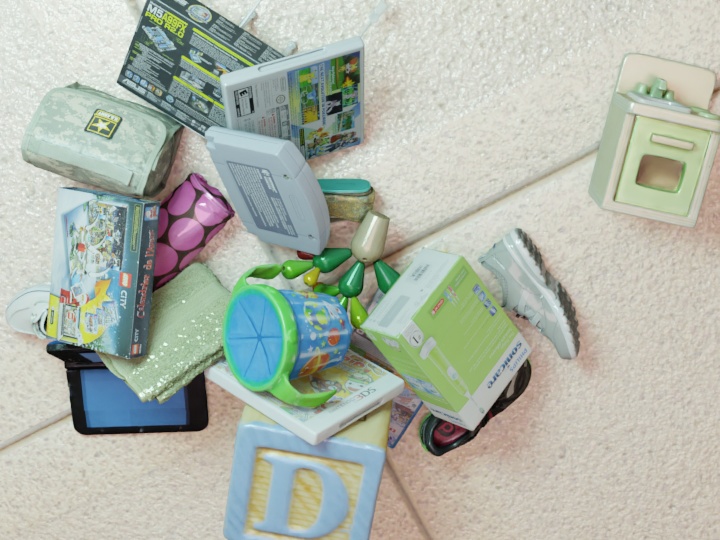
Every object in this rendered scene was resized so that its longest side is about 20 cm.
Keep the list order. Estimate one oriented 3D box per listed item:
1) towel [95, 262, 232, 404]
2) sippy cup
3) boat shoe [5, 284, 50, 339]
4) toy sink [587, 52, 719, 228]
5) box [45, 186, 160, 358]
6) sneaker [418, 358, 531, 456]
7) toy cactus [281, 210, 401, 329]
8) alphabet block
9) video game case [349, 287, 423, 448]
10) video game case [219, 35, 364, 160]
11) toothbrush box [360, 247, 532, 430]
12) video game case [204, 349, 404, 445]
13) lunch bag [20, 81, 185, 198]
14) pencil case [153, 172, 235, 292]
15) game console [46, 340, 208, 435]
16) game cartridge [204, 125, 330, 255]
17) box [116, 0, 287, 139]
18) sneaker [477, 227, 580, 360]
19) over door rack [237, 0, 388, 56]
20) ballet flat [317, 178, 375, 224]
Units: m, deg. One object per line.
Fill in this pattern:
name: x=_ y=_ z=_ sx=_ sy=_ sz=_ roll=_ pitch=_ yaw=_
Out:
towel: x=-0.244 y=0.080 z=1.623 sx=0.200 sy=0.148 sz=0.037 roll=-37 pitch=148 yaw=-25
sippy cup: x=-0.087 y=0.081 z=1.579 sx=0.130 sy=0.139 sz=0.178 roll=-4 pitch=95 yaw=-42
boat shoe: x=-0.419 y=0.060 z=1.671 sx=0.200 sy=0.067 sz=0.074 roll=-14 pitch=119 yaw=32
toy sink: x=0.392 y=-0.172 z=1.609 sx=0.130 sy=0.112 sz=0.200 roll=12 pitch=105 yaw=-3
box: x=-0.330 y=0.001 z=1.569 sx=0.136 sy=0.038 sz=0.201 roll=11 pitch=99 yaw=24
sneaker: x=0.166 y=0.193 z=1.724 sx=0.077 sy=0.084 sz=0.200 roll=42 pitch=102 yaw=-10
toy cactus: x=0.000 y=0.000 z=1.662 sx=0.200 sy=0.102 sz=0.165 roll=23 pitch=104 yaw=2
alphabet block: x=-0.067 y=0.250 z=1.668 sx=0.196 sy=0.200 sz=0.196 roll=12 pitch=116 yaw=0
video game case: x=0.038 y=0.138 z=1.747 sx=0.143 sy=0.018 sz=0.200 roll=30 pitch=103 yaw=-7
video game case: x=-0.082 y=-0.203 z=1.566 sx=0.182 sy=0.200 sz=0.022 roll=-18 pitch=60 yaw=-11
toothbrush box: x=0.117 y=0.091 z=1.637 sx=0.146 sy=0.086 sz=0.200 roll=-51 pitch=122 yaw=-18
video game case: x=-0.073 y=0.142 z=1.625 sx=0.200 sy=0.182 sz=0.023 roll=27 pitch=124 yaw=31
lunch bag: x=-0.329 y=-0.163 z=1.579 sx=0.164 sy=0.200 sz=0.118 roll=19 pitch=104 yaw=-3
pencil case: x=-0.267 y=-0.047 z=1.672 sx=0.200 sy=0.094 sz=0.091 roll=-40 pitch=143 yaw=9
game console: x=-0.321 y=0.163 z=1.713 sx=0.199 sy=0.171 sz=0.119 roll=-3 pitch=78 yaw=1
game cartridge: x=-0.110 y=-0.100 z=1.570 sx=0.133 sy=0.041 sz=0.200 roll=18 pitch=150 yaw=28
box: x=-0.202 y=-0.255 z=1.587 sx=0.200 sy=0.044 sz=0.160 roll=31 pitch=134 yaw=-2
sneaker: x=0.237 y=0.040 z=1.700 sx=0.082 sy=0.075 sz=0.200 roll=-29 pitch=96 yaw=22
over door rack: x=-0.076 y=-0.312 z=1.602 sx=0.148 sy=0.067 sz=0.200 roll=37 pitch=105 yaw=-8
ballet flat: x=-0.081 y=-0.097 z=1.666 sx=0.199 sy=0.071 sz=0.071 roll=6 pitch=105 yaw=-1
